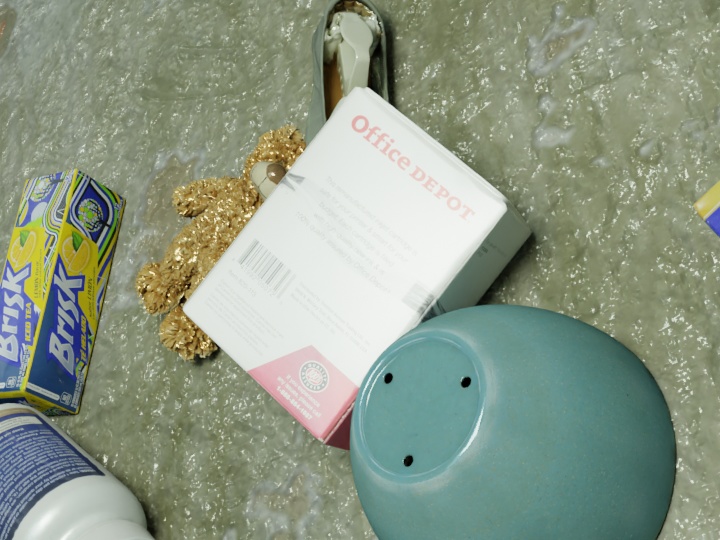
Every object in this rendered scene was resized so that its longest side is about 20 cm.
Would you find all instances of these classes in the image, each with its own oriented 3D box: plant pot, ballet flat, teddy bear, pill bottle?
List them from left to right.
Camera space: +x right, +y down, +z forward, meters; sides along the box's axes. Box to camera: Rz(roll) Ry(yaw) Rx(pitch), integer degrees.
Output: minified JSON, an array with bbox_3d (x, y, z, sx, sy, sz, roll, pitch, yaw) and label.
[{"bbox_3d":[-0.230,0.189,1.056,0.199,0.111,0.111,29,87,43],"label":"pill bottle"},{"bbox_3d":[-0.099,-0.023,1.093,0.199,0.067,0.146,-31,54,23],"label":"teddy bear"},{"bbox_3d":[-0.007,-0.128,1.067,0.064,0.067,0.201,115,155,-53],"label":"ballet flat"},{"bbox_3d":[0.070,0.102,0.849,0.199,0.135,0.202,-18,57,30],"label":"plant pot"}]

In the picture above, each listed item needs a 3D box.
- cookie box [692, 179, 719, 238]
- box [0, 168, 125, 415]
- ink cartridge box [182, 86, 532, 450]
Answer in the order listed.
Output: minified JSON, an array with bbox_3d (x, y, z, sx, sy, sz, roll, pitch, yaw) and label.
[{"bbox_3d":[0.310,-0.020,0.764,0.171,0.075,0.200,-45,47,12],"label":"cookie box"},{"bbox_3d":[-0.264,0.020,1.202,0.070,0.064,0.202,-7,64,35],"label":"box"},{"bbox_3d":[0.000,0.000,0.967,0.146,0.083,0.200,41,94,23],"label":"ink cartridge box"}]
